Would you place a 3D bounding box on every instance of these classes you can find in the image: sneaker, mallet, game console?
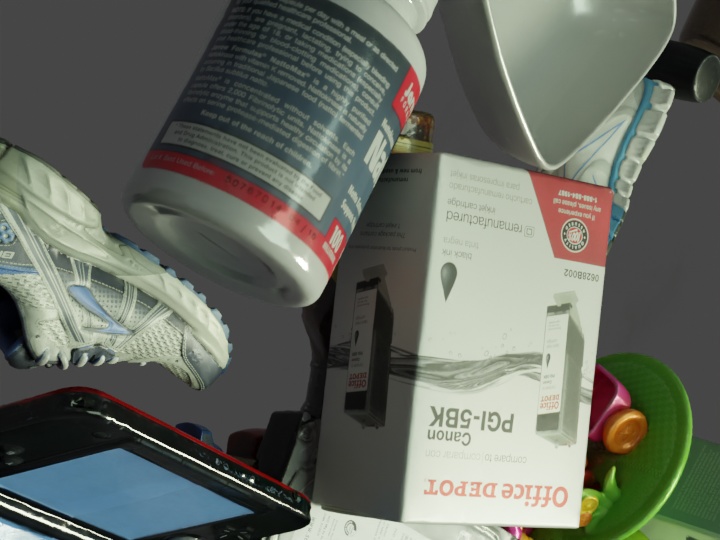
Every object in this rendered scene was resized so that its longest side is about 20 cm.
[{"bbox_3d":[0.145,-0.059,1.165,0.075,0.086,0.201,113,1,-63],"label":"sneaker"},{"bbox_3d":[0.184,-0.092,1.246,0.200,0.066,0.041,-49,137,-10],"label":"mallet"},{"bbox_3d":[-0.146,0.015,0.842,0.200,0.077,0.086,43,77,-40],"label":"sneaker"},{"bbox_3d":[-0.142,0.157,0.846,0.200,0.171,0.120,35,46,-50],"label":"game console"}]

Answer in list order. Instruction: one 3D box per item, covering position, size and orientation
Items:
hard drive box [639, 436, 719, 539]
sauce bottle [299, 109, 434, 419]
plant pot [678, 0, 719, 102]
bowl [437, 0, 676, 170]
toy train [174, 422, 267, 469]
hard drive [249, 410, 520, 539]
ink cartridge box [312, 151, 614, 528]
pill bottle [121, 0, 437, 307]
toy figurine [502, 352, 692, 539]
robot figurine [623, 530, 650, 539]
[{"bbox_3d":[0.263,0.200,1.289,0.077,0.199,0.156,-55,136,-24],"label":"hard drive box"},{"bbox_3d":[0.000,0.000,1.014,0.066,0.066,0.203,1,99,-51],"label":"sauce bottle"},{"bbox_3d":[0.342,-0.208,1.301,0.175,0.200,0.200,-48,136,-7],"label":"plant pot"},{"bbox_3d":[0.118,-0.192,1.098,0.200,0.074,0.201,-48,134,-32],"label":"bowl"},{"bbox_3d":[-0.059,0.115,0.997,0.199,0.034,0.046,10,89,-52],"label":"toy train"},{"bbox_3d":[0.006,0.187,0.995,0.199,0.038,0.141,35,65,-33],"label":"hard drive"},{"bbox_3d":[0.061,0.043,0.961,0.146,0.082,0.203,8,87,-39],"label":"ink cartridge box"},{"bbox_3d":[-0.033,-0.094,0.900,0.120,0.119,0.202,44,66,-47],"label":"pill bottle"},{"bbox_3d":[0.098,0.106,1.147,0.183,0.150,0.201,35,98,-36],"label":"toy figurine"},{"bbox_3d":[0.178,0.269,1.226,0.115,0.175,0.202,-20,94,-30],"label":"robot figurine"}]
